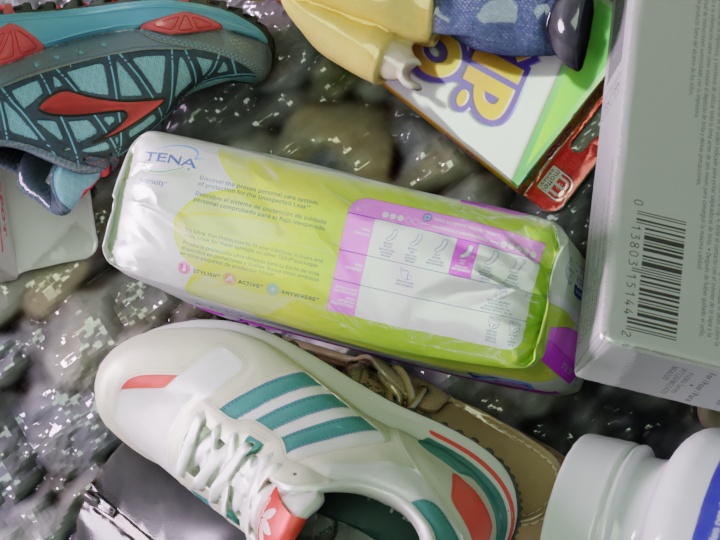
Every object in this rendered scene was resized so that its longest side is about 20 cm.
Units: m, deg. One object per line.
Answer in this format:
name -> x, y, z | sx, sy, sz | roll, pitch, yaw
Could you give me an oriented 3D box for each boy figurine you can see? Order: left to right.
boy figurine -> 0.011, -0.147, 1.186 | 0.199, 0.064, 0.125 | 12, 87, 10

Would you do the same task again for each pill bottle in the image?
pill bottle -> 0.180, 0.129, 1.103 | 0.199, 0.112, 0.113 | 13, 85, 21

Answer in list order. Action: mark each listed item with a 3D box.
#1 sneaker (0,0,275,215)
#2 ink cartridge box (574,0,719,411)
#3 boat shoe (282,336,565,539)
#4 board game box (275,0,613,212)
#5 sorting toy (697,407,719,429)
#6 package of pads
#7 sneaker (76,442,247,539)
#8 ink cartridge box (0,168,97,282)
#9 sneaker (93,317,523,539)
sneaker -> -0.132, -0.073, 1.201 | 0.199, 0.079, 0.096 | -7, 89, -22
ink cartridge box -> 0.189, -0.031, 1.124 | 0.175, 0.045, 0.201 | 13, 62, -7
boat shoe -> 0.002, 0.075, 1.171 | 0.199, 0.065, 0.072 | 14, 60, 14
board game box -> 0.041, -0.122, 1.221 | 0.200, 0.030, 0.096 | 39, 92, 11
sorting toy -> 0.274, 0.036, 1.146 | 0.199, 0.036, 0.186 | 31, 89, 13
package of pads -> 0.000, 0.000, 1.145 | 0.199, 0.154, 0.069 | 13, 85, 13
sneaker -> -0.092, 0.181, 1.192 | 0.106, 0.075, 0.201 | 22, 92, 29
ink cartridge box -> -0.233, -0.045, 1.243 | 0.199, 0.067, 0.117 | -12, 80, 9
sneaker -> -0.034, 0.083, 1.105 | 0.199, 0.093, 0.071 | 23, 114, 15
